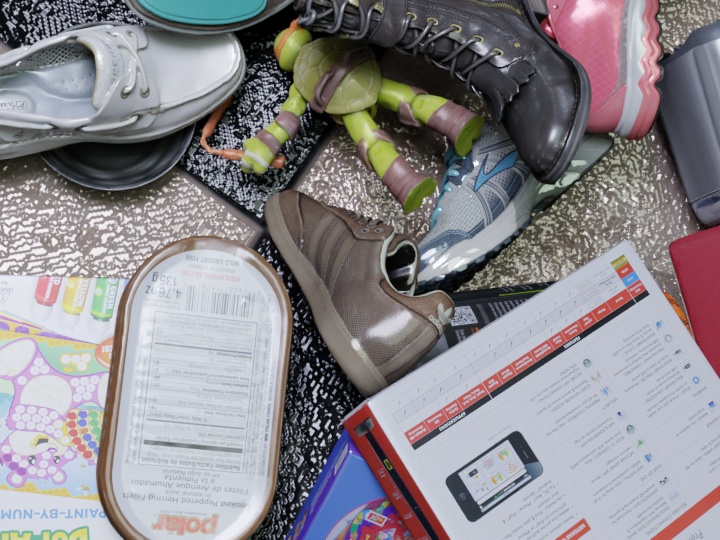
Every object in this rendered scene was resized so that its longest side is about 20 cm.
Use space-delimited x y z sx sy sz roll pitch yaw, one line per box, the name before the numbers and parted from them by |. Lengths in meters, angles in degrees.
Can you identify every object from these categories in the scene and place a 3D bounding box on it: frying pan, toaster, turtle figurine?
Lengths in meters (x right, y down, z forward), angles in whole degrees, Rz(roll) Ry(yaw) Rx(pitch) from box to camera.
frying pan | -0.162 -0.144 0.825 0.114 0.031 0.192 9 76 -13
toaster | 0.296 -0.111 0.880 0.198 0.114 0.130 -12 83 -18
turtle figurine | 0.002 -0.124 0.820 0.161 0.065 0.200 37 70 17

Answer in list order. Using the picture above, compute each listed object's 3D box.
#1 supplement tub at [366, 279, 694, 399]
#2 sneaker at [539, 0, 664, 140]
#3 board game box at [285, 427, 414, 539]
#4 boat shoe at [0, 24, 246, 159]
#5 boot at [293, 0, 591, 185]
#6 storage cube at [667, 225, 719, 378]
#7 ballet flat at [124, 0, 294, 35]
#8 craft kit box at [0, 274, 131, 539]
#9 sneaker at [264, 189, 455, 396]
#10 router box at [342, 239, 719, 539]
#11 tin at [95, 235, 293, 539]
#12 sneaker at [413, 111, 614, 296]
supplement tub | 0.109 0.070 0.805 0.198 0.123 0.124 -6 82 -13
sneaker | 0.154 -0.187 0.817 0.086 0.074 0.202 -1 95 1
board game box | 0.011 0.203 0.748 0.134 0.045 0.201 25 111 -8
boat shoe | -0.160 -0.118 0.771 0.198 0.069 0.071 -19 83 -19
boot | 0.040 -0.140 0.759 0.173 0.069 0.201 9 44 -24
storage cube | 0.328 0.039 0.799 0.170 0.179 0.202 -6 80 -58
ballet flat | -0.071 -0.196 0.813 0.199 0.064 0.068 -23 99 -27
craft kit box | -0.169 0.103 0.778 0.198 0.048 0.200 1 83 -13
sneaker | 0.000 0.000 0.766 0.075 0.200 0.071 -32 128 2
router box | 0.119 0.107 0.694 0.199 0.049 0.180 -28 82 -25
tin | -0.101 0.078 0.759 0.111 0.042 0.202 6 80 -8
sneaker | 0.081 -0.056 0.852 0.200 0.078 0.086 -41 85 -25
